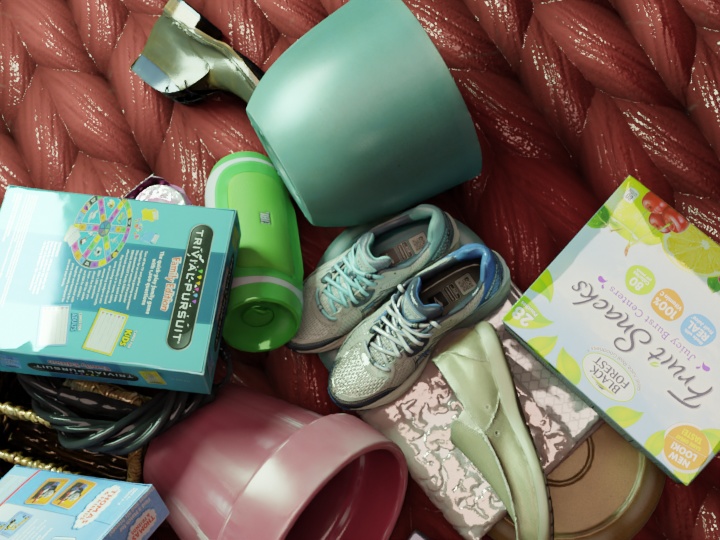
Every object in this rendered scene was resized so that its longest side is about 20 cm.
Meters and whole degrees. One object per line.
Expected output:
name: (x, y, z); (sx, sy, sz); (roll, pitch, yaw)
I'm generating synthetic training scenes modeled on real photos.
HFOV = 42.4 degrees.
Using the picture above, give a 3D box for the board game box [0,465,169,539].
board game box: (-0.269, 0.225, 0.738); (0.199, 0.037, 0.151); (-5, 31, 40)

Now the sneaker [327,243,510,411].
sneaker: (0.044, 0.042, 0.817); (0.200, 0.085, 0.077); (-42, 71, -2)

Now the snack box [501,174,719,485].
snack box: (0.247, 0.050, 0.782); (0.200, 0.068, 0.169); (43, 91, 17)

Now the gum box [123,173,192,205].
gum box: (-0.232, 0.004, 0.920); (0.200, 0.114, 0.066); (-43, 73, -2)

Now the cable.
cable: (-0.217, 0.062, 0.801); (0.163, 0.051, 0.200); (-37, 70, -17)

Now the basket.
basket: (-0.284, 0.167, 0.872); (0.199, 0.149, 0.144); (15, 79, 13)

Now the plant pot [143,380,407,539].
plant pot: (-0.086, 0.195, 0.817); (0.178, 0.200, 0.201); (28, 82, 32)

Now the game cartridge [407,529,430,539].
game cartridge: (0.088, 0.335, 0.784); (0.200, 0.038, 0.130); (35, 81, 17)

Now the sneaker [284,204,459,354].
sneaker: (0.000, 0.000, 0.865); (0.200, 0.086, 0.078); (-38, 73, 0)

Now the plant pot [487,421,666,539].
plant pot: (0.179, 0.164, 0.849); (0.198, 0.027, 0.202); (-2, 77, 10)

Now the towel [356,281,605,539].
towel: (0.104, 0.110, 0.847); (0.191, 0.032, 0.200); (-42, 72, -1)

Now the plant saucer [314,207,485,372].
plant saucer: (0.041, 0.031, 0.909); (0.199, 0.027, 0.202); (-3, 75, 10)

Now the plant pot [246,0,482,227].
plant pot: (-0.008, -0.135, 0.861); (0.160, 0.201, 0.201); (-30, 73, -4)

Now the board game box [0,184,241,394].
board game box: (-0.211, 0.014, 0.770); (0.198, 0.047, 0.152); (7, 62, 2)

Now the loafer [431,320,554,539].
loafer: (0.112, 0.145, 0.786); (0.068, 0.076, 0.201); (-18, 67, 7)

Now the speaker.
speaker: (-0.103, -0.022, 0.881); (0.088, 0.089, 0.201); (-17, 47, 6)

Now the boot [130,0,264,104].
boot: (-0.162, -0.199, 0.989); (0.097, 0.075, 0.200); (-48, 65, 9)
